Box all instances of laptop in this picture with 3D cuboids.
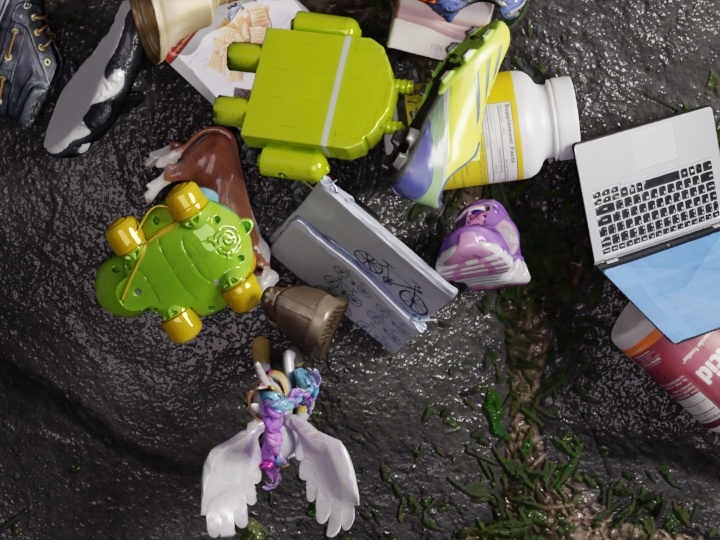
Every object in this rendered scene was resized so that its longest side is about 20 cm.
[{"bbox_3d":[0.336,-0.052,1.546,0.186,0.116,0.202,-17,101,-26],"label":"laptop"}]

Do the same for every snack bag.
[{"bbox_3d":[0.000,0.000,1.581,0.188,0.200,0.021,41,63,-4],"label":"snack bag"}]

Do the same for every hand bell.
[{"bbox_3d":[-0.127,-0.283,1.545,0.198,0.104,0.105,-17,99,-18],"label":"hand bell"}]

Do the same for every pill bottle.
[{"bbox_3d":[0.373,0.097,1.609,0.200,0.114,0.114,41,99,-5],"label":"pill bottle"},{"bbox_3d":[0.124,-0.146,1.579,0.198,0.112,0.114,-8,99,3],"label":"pill bottle"}]

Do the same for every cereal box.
[{"bbox_3d":[-0.108,-0.228,1.610,0.200,0.040,0.144,42,98,-5],"label":"cereal box"}]

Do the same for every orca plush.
[{"bbox_3d":[-0.263,-0.204,1.624,0.105,0.071,0.202,20,90,44],"label":"orca plush"}]

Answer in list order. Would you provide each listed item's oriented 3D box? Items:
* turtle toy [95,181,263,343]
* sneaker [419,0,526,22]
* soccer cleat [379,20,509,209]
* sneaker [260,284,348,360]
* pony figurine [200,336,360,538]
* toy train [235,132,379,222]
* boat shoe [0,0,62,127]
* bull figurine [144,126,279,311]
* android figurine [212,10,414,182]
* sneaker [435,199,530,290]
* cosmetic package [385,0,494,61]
[{"bbox_3d":[-0.191,-0.008,1.561,0.199,0.101,0.146,-26,105,17],"label":"turtle toy"},{"bbox_3d":[0.074,-0.283,1.490,0.198,0.075,0.079,3,102,4],"label":"sneaker"},{"bbox_3d":[0.096,-0.153,1.504,0.083,0.065,0.201,35,81,-21],"label":"soccer cleat"},{"bbox_3d":[-0.059,0.042,1.580,0.075,0.200,0.071,27,82,4],"label":"sneaker"},{"bbox_3d":[-0.088,0.172,1.596,0.165,0.200,0.195,-6,100,3],"label":"pony figurine"},{"bbox_3d":[-0.050,-0.090,1.607,0.200,0.034,0.046,38,95,-24],"label":"toy train"},{"bbox_3d":[-0.348,-0.254,1.605,0.090,0.071,0.201,26,106,-3],"label":"boat shoe"},{"bbox_3d":[-0.160,-0.052,1.630,0.120,0.065,0.202,-10,99,6],"label":"bull figurine"},{"bbox_3d":[-0.046,-0.178,1.539,0.198,0.041,0.184,7,73,12],"label":"android figurine"},{"bbox_3d":[0.123,-0.033,1.569,0.080,0.200,0.089,-5,82,15],"label":"sneaker"},{"bbox_3d":[0.097,-0.316,1.563,0.102,0.087,0.202,13,100,-1],"label":"cosmetic package"}]
